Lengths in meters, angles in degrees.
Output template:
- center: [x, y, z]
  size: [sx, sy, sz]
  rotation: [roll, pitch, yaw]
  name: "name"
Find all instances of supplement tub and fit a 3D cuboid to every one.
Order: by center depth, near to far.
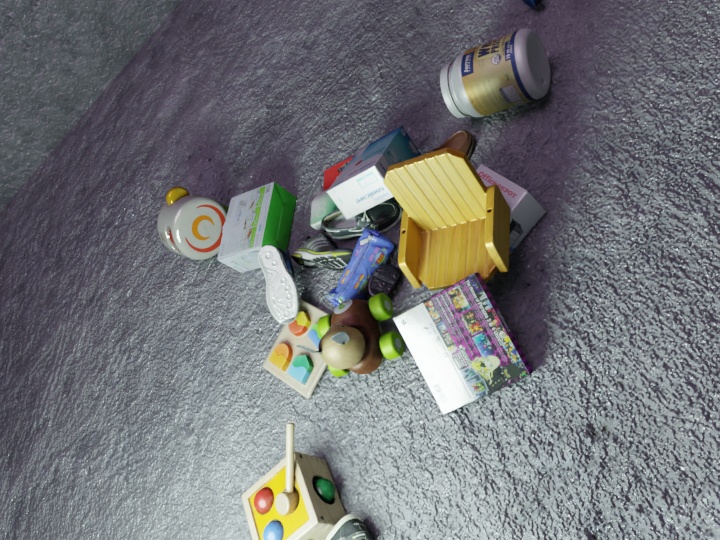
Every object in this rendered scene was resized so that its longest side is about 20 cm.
- center: [0.284, -0.410, 1.341]
  size: [0.199, 0.144, 0.145]
  rotation: [-9, 60, 38]
  name: "supplement tub"

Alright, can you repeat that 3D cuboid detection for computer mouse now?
- center: [0.078, -0.015, 1.380]
  size: [0.058, 0.034, 0.201]
  rotation: [28, 78, 19]
  name: "computer mouse"

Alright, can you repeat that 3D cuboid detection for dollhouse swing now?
- center: [0.141, -0.086, 1.139]
  size: [0.199, 0.176, 0.183]
  rotation: [-11, 61, 36]
  name: "dollhouse swing"

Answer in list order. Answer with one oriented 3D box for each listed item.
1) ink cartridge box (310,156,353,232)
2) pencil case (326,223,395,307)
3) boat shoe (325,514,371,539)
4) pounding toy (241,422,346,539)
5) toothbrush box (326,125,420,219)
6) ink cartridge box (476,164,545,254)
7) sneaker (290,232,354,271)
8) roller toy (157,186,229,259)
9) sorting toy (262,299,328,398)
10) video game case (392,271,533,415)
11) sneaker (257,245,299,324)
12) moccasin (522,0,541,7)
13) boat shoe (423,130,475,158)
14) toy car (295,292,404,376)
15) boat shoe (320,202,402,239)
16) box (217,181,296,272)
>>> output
- center: [-0.049, -0.211, 1.594]
  size: [0.160, 0.050, 0.201]
  rotation: [-20, 57, 32]
  name: "ink cartridge box"
- center: [0.000, 0.000, 1.401]
  size: [0.078, 0.087, 0.201]
  rotation: [29, 88, 30]
  name: "pencil case"
- center: [-0.053, 0.543, 1.144]
  size: [0.200, 0.072, 0.068]
  rotation: [-55, 39, 0]
  name: "boat shoe"
- center: [-0.130, 0.439, 1.222]
  size: [0.200, 0.142, 0.184]
  rotation: [-43, 46, 14]
  name: "pounding toy"
- center: [0.032, -0.222, 1.433]
  size: [0.146, 0.085, 0.200]
  rotation: [-22, 26, 38]
  name: "toothbrush box"
- center: [0.236, -0.087, 1.242]
  size: [0.200, 0.085, 0.148]
  rotation: [-53, 43, 7]
  name: "ink cartridge box"
- center: [-0.085, -0.051, 1.517]
  size: [0.199, 0.074, 0.081]
  rotation: [6, 67, 41]
  name: "sneaker"
- center: [-0.488, -0.130, 1.834]
  size: [0.139, 0.200, 0.183]
  rotation: [15, 83, 46]
  name: "roller toy"
- center: [-0.136, 0.172, 1.457]
  size: [0.200, 0.036, 0.186]
  rotation: [23, 83, 46]
  name: "sorting toy"
- center: [0.179, 0.132, 1.129]
  size: [0.181, 0.036, 0.201]
  rotation: [-32, 82, 25]
  name: "video game case"
- center: [-0.185, 0.039, 1.534]
  size: [0.080, 0.146, 0.201]
  rotation: [-20, 77, 3]
  name: "sneaker"
- center: [0.379, -0.685, 1.463]
  size: [0.068, 0.080, 0.201]
  rotation: [-31, 50, 19]
  name: "moccasin"
- center: [0.172, -0.233, 1.393]
  size: [0.200, 0.068, 0.072]
  rotation: [-52, 44, 5]
  name: "boat shoe"
- center: [-0.037, 0.132, 1.255]
  size: [0.164, 0.200, 0.159]
  rotation: [-23, 75, 27]
  name: "toy car"
- center: [0.000, -0.119, 1.475]
  size: [0.199, 0.060, 0.076]
  rotation: [-18, 62, 26]
  name: "boat shoe"
- center: [-0.281, -0.115, 1.707]
  size: [0.176, 0.097, 0.201]
  rotation: [-14, 58, 36]
  name: "box"
